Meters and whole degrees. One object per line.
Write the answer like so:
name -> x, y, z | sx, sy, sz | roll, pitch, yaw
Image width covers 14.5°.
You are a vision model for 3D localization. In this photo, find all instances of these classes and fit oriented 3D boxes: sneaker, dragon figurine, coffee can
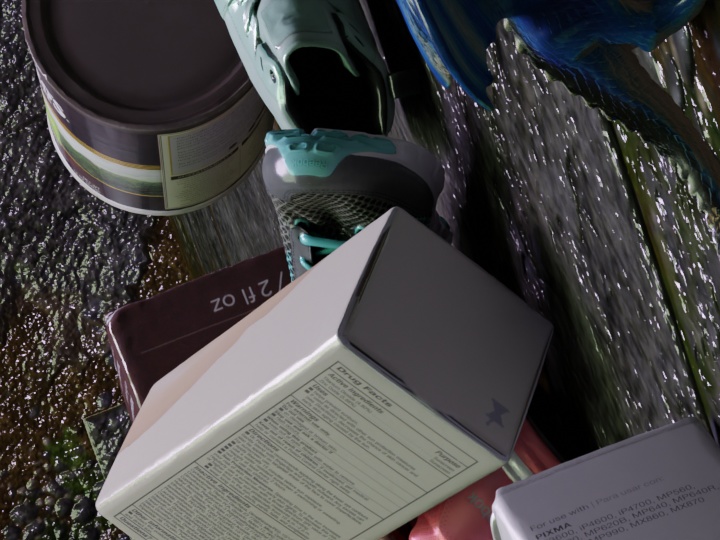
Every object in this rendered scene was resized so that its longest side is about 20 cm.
sneaker -> -0.034, -0.140, 1.277 | 0.201, 0.074, 0.118 | 65, 177, -14
sneaker -> 0.000, 0.000, 1.247 | 0.200, 0.077, 0.092 | 55, -139, -68
dragon figurine -> 0.039, -0.081, 0.785 | 0.059, 0.099, 0.201 | -136, 27, -75
sneaker -> 0.035, 0.088, 1.269 | 0.074, 0.087, 0.200 | 48, 176, -8
coffee can -> -0.121, -0.126, 1.682 | 0.200, 0.146, 0.147 | 99, 150, -77

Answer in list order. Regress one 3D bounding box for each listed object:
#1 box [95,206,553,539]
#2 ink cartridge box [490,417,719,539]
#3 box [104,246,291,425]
box -> -0.018, 0.064, 1.207 | 0.095, 0.078, 0.200 | 38, 139, -17
ink cartridge box -> 0.122, 0.164, 0.913 | 0.200, 0.085, 0.146 | -125, 16, -57
box -> -0.027, 0.101, 1.533 | 0.164, 0.165, 0.201 | 103, 145, -76
